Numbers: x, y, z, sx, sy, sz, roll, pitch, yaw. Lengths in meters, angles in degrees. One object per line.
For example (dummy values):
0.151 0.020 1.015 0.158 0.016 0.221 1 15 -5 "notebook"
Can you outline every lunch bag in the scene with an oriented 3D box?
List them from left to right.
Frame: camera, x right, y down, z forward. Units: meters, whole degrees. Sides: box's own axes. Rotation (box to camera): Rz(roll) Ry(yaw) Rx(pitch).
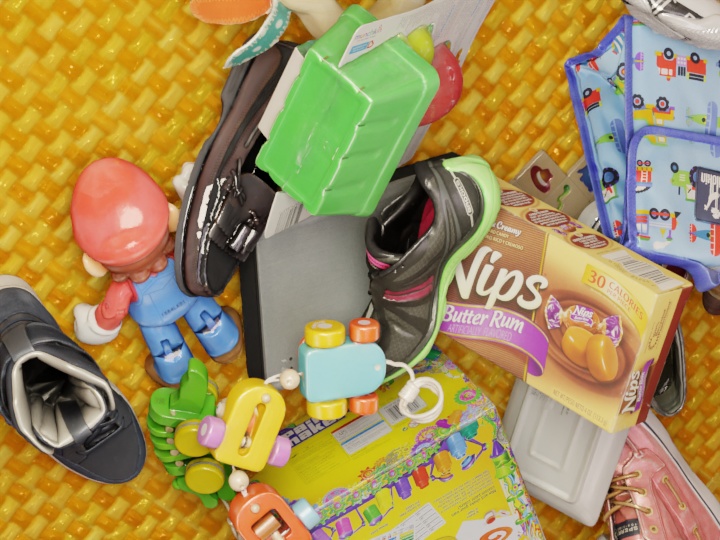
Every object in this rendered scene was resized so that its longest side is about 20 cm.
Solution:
0.251 -0.078 1.693 0.149 0.094 0.202 8 65 -27 "lunch bag"

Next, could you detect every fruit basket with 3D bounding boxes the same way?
0.015 -0.125 1.549 0.200 0.093 0.186 -38 161 -52 "fruit basket"

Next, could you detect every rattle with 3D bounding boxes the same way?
0.001 -0.200 1.532 0.199 0.142 0.131 -23 129 -42 "rattle"

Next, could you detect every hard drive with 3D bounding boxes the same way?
0.000 0.000 1.691 0.199 0.033 0.141 -19 119 -29 "hard drive"

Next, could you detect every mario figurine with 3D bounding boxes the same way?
-0.158 -0.010 1.626 0.124 0.105 0.201 -60 143 -34 "mario figurine"

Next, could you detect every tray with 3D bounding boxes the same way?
0.172 0.104 1.792 0.022 0.107 0.202 -20 131 -58 "tray"

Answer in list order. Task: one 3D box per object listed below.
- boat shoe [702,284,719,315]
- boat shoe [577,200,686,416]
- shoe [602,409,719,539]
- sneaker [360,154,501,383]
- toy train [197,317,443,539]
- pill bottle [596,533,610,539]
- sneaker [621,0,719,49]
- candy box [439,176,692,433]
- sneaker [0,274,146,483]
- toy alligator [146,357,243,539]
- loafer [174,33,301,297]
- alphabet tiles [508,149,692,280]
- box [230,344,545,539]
0.366 -0.027 1.856 0.199 0.072 0.072 -37 154 -18 "boat shoe"
0.234 0.031 1.801 0.072 0.071 0.201 -29 122 -10 "boat shoe"
0.227 0.184 1.826 0.071 0.091 0.200 -28 111 40 "shoe"
0.030 -0.005 1.627 0.083 0.077 0.201 8 120 -30 "sneaker"
-0.042 0.123 1.622 0.200 0.056 0.150 -44 117 -4 "toy train"
0.182 0.332 1.897 0.112 0.112 0.201 33 96 -32 "pill bottle"
0.213 -0.254 1.630 0.199 0.075 0.116 32 91 8 "sneaker"
0.140 0.021 1.640 0.056 0.199 0.118 -13 126 -51 "candy box"
-0.206 0.110 1.602 0.077 0.146 0.203 -39 124 -5 "sneaker"
-0.126 0.143 1.659 0.054 0.060 0.201 -5 133 6 "toy alligator"
-0.078 -0.074 1.579 0.072 0.062 0.202 39 65 -62 "loafer"
0.170 -0.002 1.804 0.167 0.008 0.200 -45 122 0 "alphabet tiles"
0.028 0.204 1.763 0.199 0.122 0.194 -28 121 -11 "box"
